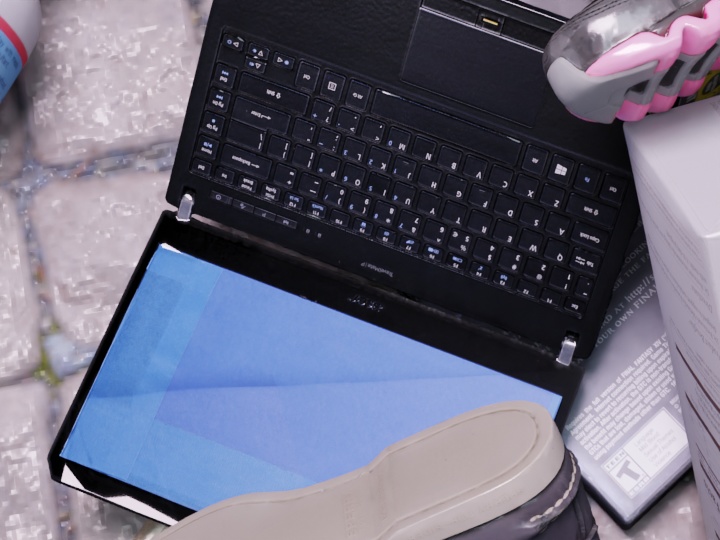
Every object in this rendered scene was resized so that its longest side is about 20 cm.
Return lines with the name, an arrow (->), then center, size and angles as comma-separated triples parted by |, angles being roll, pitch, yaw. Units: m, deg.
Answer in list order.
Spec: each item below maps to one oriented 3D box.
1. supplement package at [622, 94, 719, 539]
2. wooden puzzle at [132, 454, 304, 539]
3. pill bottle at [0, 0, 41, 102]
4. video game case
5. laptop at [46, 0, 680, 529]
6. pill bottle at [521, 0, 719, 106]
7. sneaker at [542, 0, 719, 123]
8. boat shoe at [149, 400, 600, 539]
supplement package -> 0.172, 0.043, 0.882 | 0.113, 0.110, 0.201 | -15, 114, -2
wooden puzzle -> -0.011, 0.149, 0.943 | 0.185, 0.046, 0.200 | 35, 78, 12
pill bottle -> -0.192, -0.081, 0.985 | 0.108, 0.109, 0.201 | 28, 77, 10
video game case -> 0.086, -0.019, 1.002 | 0.143, 0.019, 0.200 | -41, 75, -9
laptop -> 0.000, 0.000, 0.919 | 0.176, 0.103, 0.201 | 20, 119, 7
pill bottle -> 0.153, -0.143, 0.980 | 0.199, 0.111, 0.112 | -33, 75, -19
sneaker -> 0.123, -0.129, 0.878 | 0.200, 0.079, 0.096 | -38, 86, -27
boat shoe -> -0.010, 0.111, 0.883 | 0.199, 0.063, 0.073 | -23, 28, 17
